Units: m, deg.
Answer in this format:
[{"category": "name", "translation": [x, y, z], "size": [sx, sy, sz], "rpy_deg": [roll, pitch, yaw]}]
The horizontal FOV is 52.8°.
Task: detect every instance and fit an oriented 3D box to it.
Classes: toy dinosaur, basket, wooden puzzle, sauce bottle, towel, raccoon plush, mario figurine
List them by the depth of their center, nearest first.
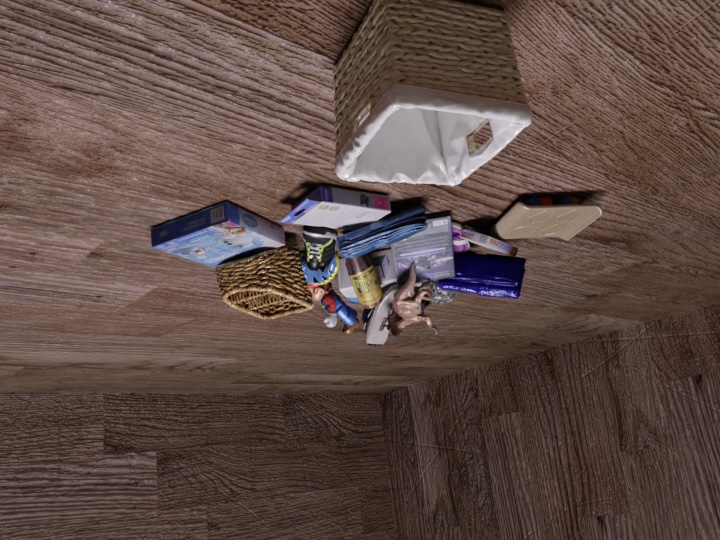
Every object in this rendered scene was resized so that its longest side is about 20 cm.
[{"category": "basket", "translation": [0.077, -0.223, 0.925], "size": [0.195, 0.166, 0.198], "rpy_deg": [0, 162, -24]}, {"category": "towel", "translation": [0.046, -0.074, 1.505], "size": [0.195, 0.050, 0.112], "rpy_deg": [-21, 176, 1]}, {"category": "basket", "translation": [-0.220, 0.042, 1.591], "size": [0.197, 0.153, 0.141], "rpy_deg": [-12, -176, 44]}, {"category": "wooden puzzle", "translation": [0.408, -0.119, 1.614], "size": [0.194, 0.048, 0.186], "rpy_deg": [2, 162, -11]}, {"category": "sauce bottle", "translation": [0.000, 0.000, 1.660], "size": [0.064, 0.067, 0.202], "rpy_deg": [-11, 133, 14]}, {"category": "toy dinosaur", "translation": [0.106, 0.084, 1.696], "size": [0.131, 0.087, 0.204], "rpy_deg": [-7, 130, 5]}, {"category": "towel", "translation": [0.294, 0.000, 1.745], "size": [0.194, 0.149, 0.051], "rpy_deg": [8, 129, 16]}, {"category": "mario figurine", "translation": [-0.095, 0.077, 1.833], "size": [0.201, 0.107, 0.122], "rpy_deg": [49, 156, -22]}, {"category": "raccoon plush", "translation": [0.223, 0.043, 1.852], "size": [0.096, 0.202, 0.134], "rpy_deg": [39, 149, -7]}]

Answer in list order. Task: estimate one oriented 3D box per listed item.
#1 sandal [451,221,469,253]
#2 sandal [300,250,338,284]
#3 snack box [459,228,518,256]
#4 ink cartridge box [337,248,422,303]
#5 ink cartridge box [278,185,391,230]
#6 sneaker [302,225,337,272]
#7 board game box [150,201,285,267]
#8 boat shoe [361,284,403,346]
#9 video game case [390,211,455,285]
[{"category": "sandal", "translation": [0.211, -0.067, 1.680], "size": [0.081, 0.051, 0.201], "rpy_deg": [-17, 159, 25]}, {"category": "sandal", "translation": [-0.131, -0.004, 1.704], "size": [0.197, 0.082, 0.086], "rpy_deg": [-23, 154, 38]}, {"category": "snack box", "translation": [0.303, -0.064, 1.697], "size": [0.071, 0.025, 0.198], "rpy_deg": [19, -177, 31]}, {"category": "ink cartridge box", "translation": [0.052, 0.013, 1.810], "size": [0.194, 0.088, 0.147], "rpy_deg": [-12, 162, 9]}, {"category": "ink cartridge box", "translation": [-0.051, -0.120, 1.416], "size": [0.196, 0.043, 0.118], "rpy_deg": [2, 162, -35]}, {"category": "sneaker", "translation": [-0.085, -0.040, 1.540], "size": [0.070, 0.085, 0.200], "rpy_deg": [13, 170, 9]}, {"category": "board game box", "translation": [-0.287, -0.068, 1.482], "size": [0.195, 0.045, 0.198], "rpy_deg": [-15, 163, 25]}, {"category": "boat shoe", "translation": [0.051, 0.089, 1.808], "size": [0.073, 0.094, 0.203], "rpy_deg": [6, 130, -25]}, {"category": "video game case", "translation": [0.140, -0.046, 1.638], "size": [0.138, 0.019, 0.203], "rpy_deg": [-8, 139, 4]}]
